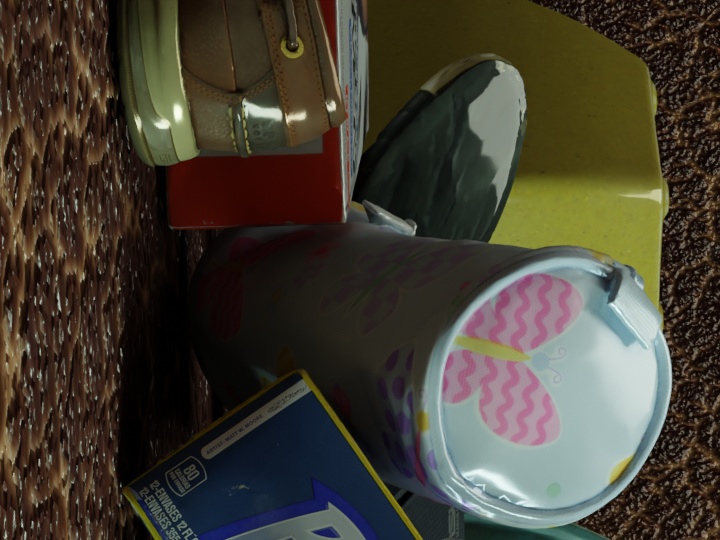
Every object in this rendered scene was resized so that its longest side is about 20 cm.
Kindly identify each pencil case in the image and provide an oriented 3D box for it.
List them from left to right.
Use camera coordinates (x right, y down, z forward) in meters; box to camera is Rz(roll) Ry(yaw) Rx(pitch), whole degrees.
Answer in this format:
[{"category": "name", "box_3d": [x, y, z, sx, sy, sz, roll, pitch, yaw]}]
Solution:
[{"category": "pencil case", "box_3d": [0.017, 0.024, 0.761, 0.083, 0.091, 0.200, 64, -18, -17]}]

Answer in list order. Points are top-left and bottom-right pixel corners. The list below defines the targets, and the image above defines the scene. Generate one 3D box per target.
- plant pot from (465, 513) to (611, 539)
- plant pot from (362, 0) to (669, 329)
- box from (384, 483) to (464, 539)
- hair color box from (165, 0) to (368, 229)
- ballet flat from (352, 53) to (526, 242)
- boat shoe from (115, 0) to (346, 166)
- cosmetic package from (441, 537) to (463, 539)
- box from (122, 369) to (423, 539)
[{"category": "plant pot", "box_3d": [0.053, 0.247, 1.105, 0.200, 0.200, 0.196, 86, 19, -47]}, {"category": "plant pot", "box_3d": [0.055, -0.030, 1.226, 0.196, 0.200, 0.194, -89, 177, -50]}, {"category": "box", "box_3d": [-0.010, 0.172, 0.826, 0.158, 0.051, 0.200, -38, 130, -60]}, {"category": "hair color box", "box_3d": [-0.031, -0.087, 0.848, 0.200, 0.064, 0.111, -86, 174, -77]}, {"category": "ballet flat", "box_3d": [0.000, 0.000, 0.933, 0.200, 0.066, 0.057, -59, -150, 6]}, {"category": "boat shoe", "box_3d": [-0.035, -0.129, 0.704, 0.072, 0.067, 0.201, 76, 13, -79]}, {"category": "cosmetic package", "box_3d": [0.031, 0.193, 0.768, 0.105, 0.071, 0.200, 3, 93, -64]}, {"category": "box", "box_3d": [0.015, 0.130, 0.671, 0.200, 0.064, 0.070, 54, -8, 15]}]
